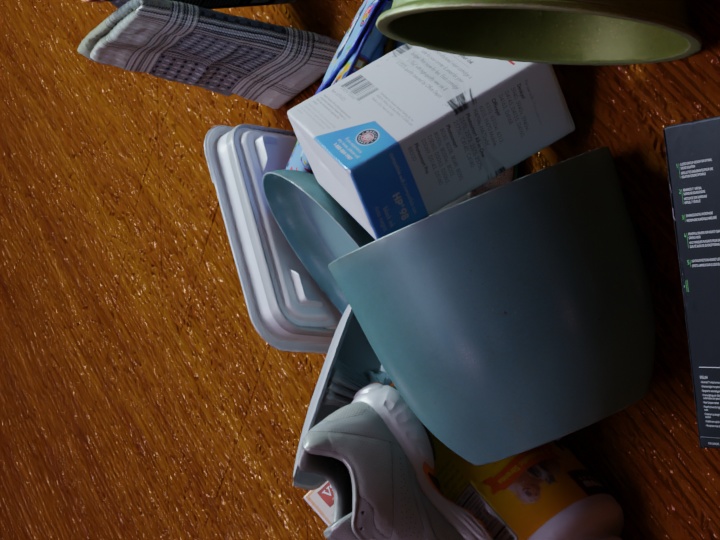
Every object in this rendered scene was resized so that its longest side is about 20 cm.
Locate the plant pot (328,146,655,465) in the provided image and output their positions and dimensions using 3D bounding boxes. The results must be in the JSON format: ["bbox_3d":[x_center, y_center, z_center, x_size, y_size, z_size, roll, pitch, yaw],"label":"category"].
[{"bbox_3d":[0.101,0.031,1.351,0.161,0.200,0.201,67,155,1],"label":"plant pot"}]

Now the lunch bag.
[{"bbox_3d":[0.012,-0.146,1.596,0.151,0.094,0.200,128,157,-70],"label":"lunch bag"}]

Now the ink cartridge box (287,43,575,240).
[{"bbox_3d":[0.065,-0.113,1.419,0.116,0.200,0.067,47,164,56],"label":"ink cartridge box"}]

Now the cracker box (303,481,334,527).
[{"bbox_3d":[0.058,0.230,1.514,0.200,0.058,0.134,45,178,26],"label":"cracker box"}]

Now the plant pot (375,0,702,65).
[{"bbox_3d":[0.117,-0.235,1.269,0.200,0.200,0.190,177,99,-66],"label":"plant pot"}]

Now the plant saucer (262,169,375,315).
[{"bbox_3d":[0.000,0.000,1.530,0.200,0.027,0.200,47,166,15],"label":"plant saucer"}]

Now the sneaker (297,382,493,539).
[{"bbox_3d":[0.026,0.180,1.374,0.200,0.092,0.076,58,148,9],"label":"sneaker"}]

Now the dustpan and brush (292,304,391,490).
[{"bbox_3d":[-0.001,0.081,1.496,0.200,0.057,0.140,-92,21,-83],"label":"dustpan and brush"}]

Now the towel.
[{"bbox_3d":[-0.134,-0.187,1.807,0.200,0.192,0.035,165,114,-67],"label":"towel"}]

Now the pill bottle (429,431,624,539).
[{"bbox_3d":[0.107,0.162,1.437,0.200,0.109,0.109,47,141,28],"label":"pill bottle"}]

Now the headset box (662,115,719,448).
[{"bbox_3d":[0.253,-0.005,1.108,0.174,0.093,0.200,172,90,-66],"label":"headset box"}]

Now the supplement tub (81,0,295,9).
[{"bbox_3d":[-0.148,-0.286,1.788,0.122,0.200,0.123,172,90,-65],"label":"supplement tub"}]

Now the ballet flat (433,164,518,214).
[{"bbox_3d":[0.067,-0.029,1.548,0.068,0.067,0.200,-123,35,-44],"label":"ballet flat"}]

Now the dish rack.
[{"bbox_3d":[-0.036,-0.031,1.685,0.044,0.171,0.200,-29,67,36],"label":"dish rack"}]
